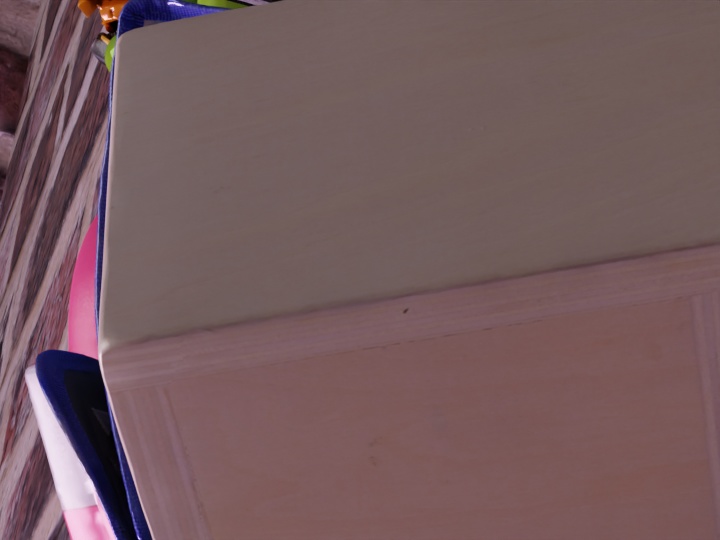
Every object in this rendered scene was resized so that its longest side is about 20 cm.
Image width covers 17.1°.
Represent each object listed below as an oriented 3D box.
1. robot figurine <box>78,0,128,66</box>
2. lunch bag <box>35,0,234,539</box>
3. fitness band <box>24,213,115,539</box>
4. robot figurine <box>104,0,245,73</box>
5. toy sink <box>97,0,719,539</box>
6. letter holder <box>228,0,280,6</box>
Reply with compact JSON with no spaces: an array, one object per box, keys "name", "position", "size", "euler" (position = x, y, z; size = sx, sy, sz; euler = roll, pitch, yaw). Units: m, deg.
[{"name":"robot figurine","position":[-0.063,-0.173,1.199],"size":[0.199,0.058,0.146],"euler":[-12,57,32]},{"name":"lunch bag","position":[-0.017,0.030,0.759],"size":[0.170,0.126,0.202],"euler":[27,-114,-73]},{"name":"fitness band","position":[-0.051,0.063,0.875],"size":[0.037,0.143,0.201],"euler":[-10,100,37]},{"name":"robot figurine","position":[-0.058,-0.060,1.111],"size":[0.176,0.115,0.201],"euler":[-126,40,-53]},{"name":"toy sink","position":[0.045,0.004,0.586],"size":[0.131,0.198,0.113],"euler":[-96,-6,-52]},{"name":"letter holder","position":[-0.001,-0.153,0.802],"size":[0.101,0.199,0.143],"euler":[-151,76,-77]}]
